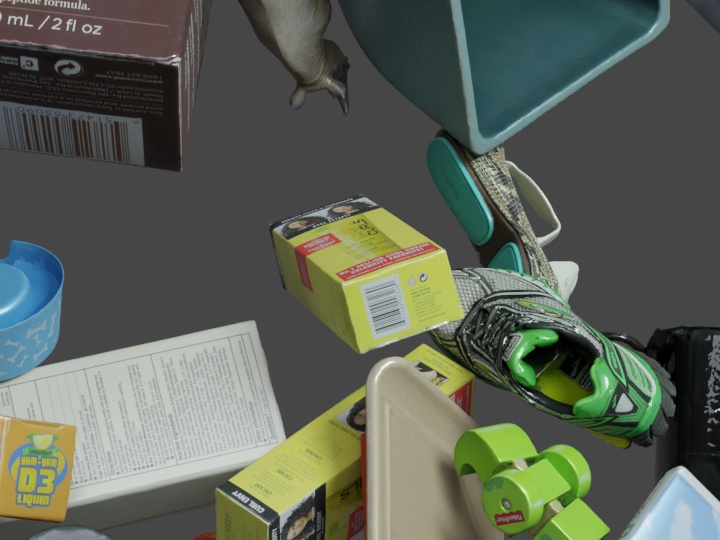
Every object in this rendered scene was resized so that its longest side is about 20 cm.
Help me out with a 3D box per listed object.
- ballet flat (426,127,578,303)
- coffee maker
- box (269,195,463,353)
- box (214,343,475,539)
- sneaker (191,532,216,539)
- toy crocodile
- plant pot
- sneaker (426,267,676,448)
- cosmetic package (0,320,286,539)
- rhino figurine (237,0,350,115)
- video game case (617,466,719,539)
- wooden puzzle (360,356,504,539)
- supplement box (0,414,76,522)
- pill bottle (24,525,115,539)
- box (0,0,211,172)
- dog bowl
[{"bbox_3d":[0.110,-0.017,1.673,0.075,0.068,0.200,-6,63,-27],"label":"ballet flat"},{"bbox_3d":[0.230,0.150,1.578,0.192,0.135,0.200,-1,62,23],"label":"coffee maker"},{"bbox_3d":[0.000,0.000,1.583,0.075,0.200,0.050,-18,107,-10],"label":"box"},{"bbox_3d":[-0.009,0.129,1.554,0.050,0.075,0.200,30,44,30],"label":"box"},{"bbox_3d":[-0.037,0.236,1.553,0.200,0.077,0.073,33,103,25],"label":"sneaker"},{"bbox_3d":[0.130,0.171,1.485,0.068,0.062,0.200,-23,65,-46],"label":"toy crocodile"},{"bbox_3d":[0.074,-0.238,1.693,0.196,0.196,0.200,-34,45,-24],"label":"plant pot"},{"bbox_3d":[0.110,0.045,1.558,0.200,0.085,0.078,26,90,40],"label":"sneaker"},{"bbox_3d":[-0.154,0.110,1.593,0.200,0.073,0.104,-12,67,-7],"label":"cosmetic package"},{"bbox_3d":[-0.050,-0.186,1.685,0.060,0.200,0.087,-13,36,19],"label":"rhino figurine"},{"bbox_3d":[0.211,0.247,1.429,0.200,0.022,0.182,45,59,-6],"label":"video game case"},{"bbox_3d":[0.044,0.179,1.518,0.037,0.185,0.200,-11,58,27],"label":"wooden puzzle"},{"bbox_3d":[-0.273,0.119,1.524,0.200,0.067,0.069,-1,81,40],"label":"supplement box"},{"bbox_3d":[-0.173,0.226,1.470,0.112,0.200,0.112,1,66,-2],"label":"pill bottle"},{"bbox_3d":[-0.191,-0.198,1.681,0.166,0.164,0.200,6,65,0],"label":"box"},{"bbox_3d":[-0.288,0.023,1.602,0.200,0.050,0.111,9,37,23],"label":"dog bowl"}]
